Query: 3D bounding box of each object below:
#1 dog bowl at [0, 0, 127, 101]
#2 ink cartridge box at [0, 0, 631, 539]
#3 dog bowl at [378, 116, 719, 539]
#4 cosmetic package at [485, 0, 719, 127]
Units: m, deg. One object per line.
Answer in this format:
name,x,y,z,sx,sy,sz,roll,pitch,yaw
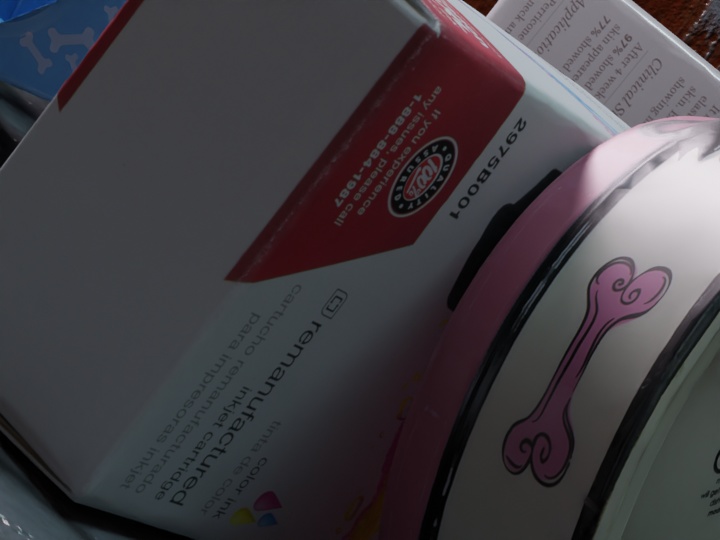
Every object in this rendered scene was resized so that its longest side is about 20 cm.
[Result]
dog bowl,-0.104,-0.092,0.972,0.199,0.050,0.111,24,13,21
ink cartridge box,0.000,0.000,0.764,0.083,0.146,0.200,42,9,32
dog bowl,0.084,0.049,0.749,0.074,0.201,0.200,28,1,33
cosmetic package,0.147,-0.056,1.664,0.200,0.168,0.166,42,8,15
